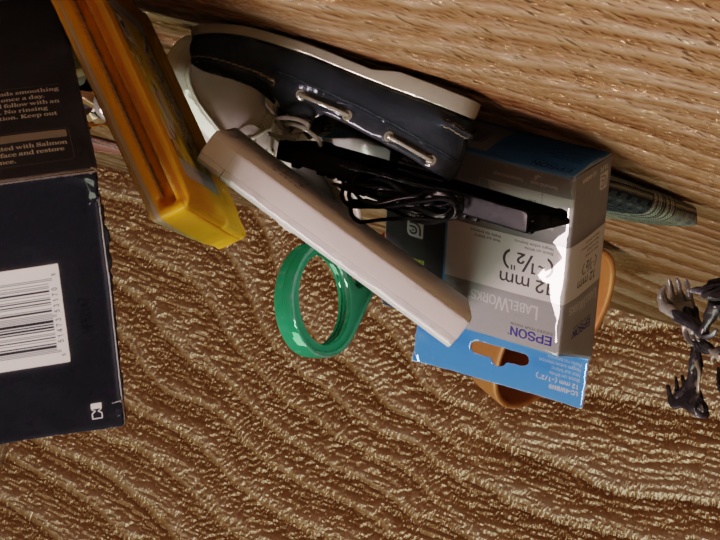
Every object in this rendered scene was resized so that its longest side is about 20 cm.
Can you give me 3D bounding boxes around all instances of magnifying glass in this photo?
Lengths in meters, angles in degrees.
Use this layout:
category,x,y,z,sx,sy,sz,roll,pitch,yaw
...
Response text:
category,x,y,z,sx,sy,sz,roll,pitch,yaw
magnifying glass,0.000,0.000,1.404,0.022,0.080,0.200,-5,-161,32

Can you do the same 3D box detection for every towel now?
category,x,y,z,sx,sy,sz,roll,pitch,yaw
towel,0.131,-0.076,1.513,0.192,0.035,0.200,15,178,-33

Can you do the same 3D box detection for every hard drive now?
category,x,y,z,sx,sy,sz,roll,pitch,yaw
hard drive,-0.015,-0.025,1.299,0.200,0.027,0.132,36,-175,-1

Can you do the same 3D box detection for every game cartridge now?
category,x,y,z,sx,sy,sz,roll,pitch,yaw
game cartridge,-0.133,-0.104,1.263,0.032,0.176,0.200,-26,173,6

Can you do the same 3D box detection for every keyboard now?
category,x,y,z,sx,sy,sz,roll,pitch,yaw
keyboard,0.029,-0.046,1.296,0.200,0.040,0.104,17,-170,29

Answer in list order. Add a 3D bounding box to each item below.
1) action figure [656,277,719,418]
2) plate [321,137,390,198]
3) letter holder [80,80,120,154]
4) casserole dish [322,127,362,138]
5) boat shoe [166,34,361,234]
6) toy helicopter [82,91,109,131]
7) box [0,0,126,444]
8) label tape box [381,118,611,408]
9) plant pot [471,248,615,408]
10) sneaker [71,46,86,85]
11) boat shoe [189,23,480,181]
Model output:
category,x,y,z,sx,sy,sz,roll,pitch,yaw
action figure,0.312,0.035,1.670,0.119,0.200,0.102,-7,-135,-18
plate,0.051,-0.061,1.524,0.200,0.032,0.200,17,177,-20
letter holder,-0.242,-0.153,1.540,0.142,0.101,0.200,16,179,-21
casserole dish,-0.034,-0.117,1.584,0.121,0.039,0.200,17,178,27
boat shoe,-0.063,-0.097,1.427,0.069,0.071,0.200,13,155,48
toy helicopter,-0.262,-0.168,1.764,0.132,0.079,0.200,24,171,40
box,-0.219,-0.031,1.199,0.117,0.197,0.200,-8,-141,-10
label tape box,0.091,0.001,1.384,0.143,0.200,0.066,16,-154,26
plant pot,0.160,0.029,2.124,0.140,0.200,0.200,35,-173,28
sneaker,-0.249,-0.176,1.329,0.200,0.116,0.075,-21,-144,-27
boat shoe,-0.023,-0.110,1.283,0.200,0.062,0.075,18,180,6
